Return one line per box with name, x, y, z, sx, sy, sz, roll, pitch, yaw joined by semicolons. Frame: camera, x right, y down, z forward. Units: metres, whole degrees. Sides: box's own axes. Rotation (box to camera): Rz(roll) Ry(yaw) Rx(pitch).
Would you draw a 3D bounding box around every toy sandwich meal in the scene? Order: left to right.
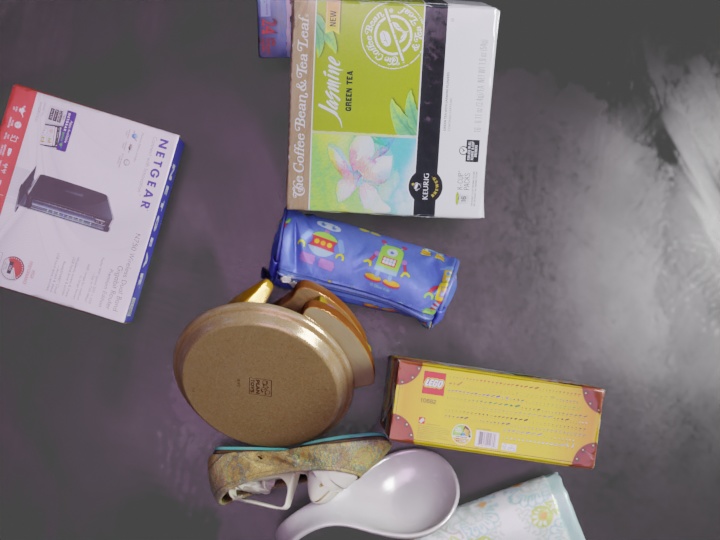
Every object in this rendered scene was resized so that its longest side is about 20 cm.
toy sandwich meal;-0.089;0.091;1.162;0.203;0.071;0.207;5;126;6

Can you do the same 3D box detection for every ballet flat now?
ballet flat;-0.061;0.204;1.152;0.198;0.071;0.072;-8;88;19

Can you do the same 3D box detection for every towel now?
towel;0.158;0.328;1.186;0.169;0.048;0.202;-20;88;-3

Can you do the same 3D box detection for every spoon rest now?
spoon rest;0.005;0.244;1.170;0.198;0.061;0.100;-23;50;0

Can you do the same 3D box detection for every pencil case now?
pencil case;0.000;0.000;1.176;0.198;0.078;0.087;16;52;-1

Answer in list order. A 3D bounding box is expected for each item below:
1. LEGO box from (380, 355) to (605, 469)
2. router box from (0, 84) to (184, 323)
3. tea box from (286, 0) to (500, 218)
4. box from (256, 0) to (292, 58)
LEGO box;0.124;0.136;1.141;0.197;0.149;0.078;8;87;-2
router box;-0.294;-0.067;1.188;0.178;0.049;0.202;16;87;-1
tea box;0.027;-0.164;1.136;0.194;0.134;0.202;2;105;0
box;-0.040;-0.321;1.186;0.135;0.038;0.203;-1;103;-1
